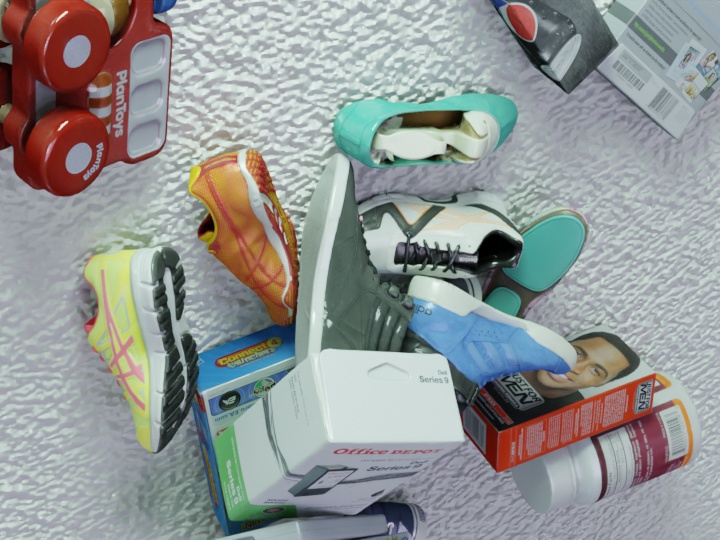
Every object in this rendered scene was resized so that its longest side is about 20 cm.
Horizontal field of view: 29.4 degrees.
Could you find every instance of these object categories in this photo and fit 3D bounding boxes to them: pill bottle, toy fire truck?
[{"bbox_3d":[0.273,0.196,1.551,0.197,0.114,0.116,-17,128,-20],"label":"pill bottle"},{"bbox_3d":[-0.209,-0.161,1.039,0.167,0.111,0.203,-28,136,-44],"label":"toy fire truck"}]

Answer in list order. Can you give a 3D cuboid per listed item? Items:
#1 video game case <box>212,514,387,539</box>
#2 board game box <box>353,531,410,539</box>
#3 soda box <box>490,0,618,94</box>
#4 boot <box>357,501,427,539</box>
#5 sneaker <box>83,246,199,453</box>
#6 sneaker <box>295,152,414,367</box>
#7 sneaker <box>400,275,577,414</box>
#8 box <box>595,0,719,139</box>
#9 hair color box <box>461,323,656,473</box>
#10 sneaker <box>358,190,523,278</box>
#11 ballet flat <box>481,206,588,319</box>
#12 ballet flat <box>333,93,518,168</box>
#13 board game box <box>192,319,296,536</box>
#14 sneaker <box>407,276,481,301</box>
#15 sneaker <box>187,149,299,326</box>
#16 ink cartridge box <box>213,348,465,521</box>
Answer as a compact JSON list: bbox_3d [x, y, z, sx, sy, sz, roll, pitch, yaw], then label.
[{"bbox_3d":[-0.092,0.264,1.326,0.180,0.022,0.199,-16,166,22],"label":"video game case"},{"bbox_3d":[-0.060,0.295,1.356,0.133,0.035,0.198,-21,164,39],"label":"board game box"},{"bbox_3d":[0.150,-0.250,1.208,0.071,0.063,0.200,-43,132,2],"label":"soda box"},{"bbox_3d":[-0.005,0.341,1.521,0.089,0.073,0.203,14,105,-29],"label":"boot"},{"bbox_3d":[-0.198,0.067,1.207,0.089,0.078,0.203,6,116,16],"label":"sneaker"},{"bbox_3d":[0.000,0.000,1.234,0.098,0.071,0.204,8,82,-18],"label":"sneaker"},{"bbox_3d":[0.114,0.091,1.310,0.198,0.076,0.113,24,81,-31],"label":"sneaker"},{"bbox_3d":[0.321,-0.247,1.328,0.155,0.041,0.201,28,104,-41],"label":"box"},{"bbox_3d":[0.207,0.135,1.479,0.197,0.102,0.062,-18,129,-21],"label":"hair color box"},{"bbox_3d":[0.067,-0.028,1.300,0.197,0.080,0.075,-11,128,-23],"label":"sneaker"},{"bbox_3d":[0.160,0.008,1.388,0.069,0.071,0.201,32,114,-1],"label":"ballet flat"},{"bbox_3d":[0.071,-0.119,1.245,0.197,0.070,0.068,-5,123,-28],"label":"ballet flat"},{"bbox_3d":[-0.062,0.144,1.353,0.198,0.056,0.198,-20,129,-18],"label":"board game box"},{"bbox_3d":[0.058,0.095,1.379,0.078,0.078,0.203,-1,110,-36],"label":"sneaker"},{"bbox_3d":[-0.100,-0.027,1.220,0.076,0.074,0.202,-10,132,10],"label":"sneaker"},{"bbox_3d":[-0.022,0.150,1.226,0.144,0.085,0.200,3,152,-31],"label":"ink cartridge box"}]
